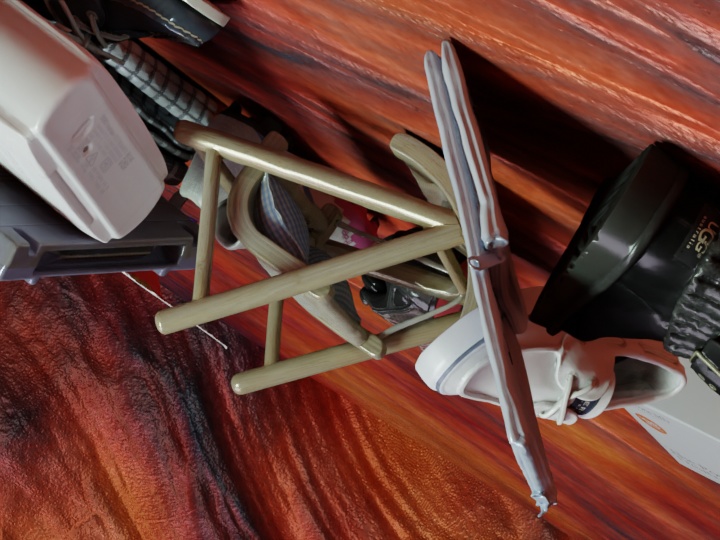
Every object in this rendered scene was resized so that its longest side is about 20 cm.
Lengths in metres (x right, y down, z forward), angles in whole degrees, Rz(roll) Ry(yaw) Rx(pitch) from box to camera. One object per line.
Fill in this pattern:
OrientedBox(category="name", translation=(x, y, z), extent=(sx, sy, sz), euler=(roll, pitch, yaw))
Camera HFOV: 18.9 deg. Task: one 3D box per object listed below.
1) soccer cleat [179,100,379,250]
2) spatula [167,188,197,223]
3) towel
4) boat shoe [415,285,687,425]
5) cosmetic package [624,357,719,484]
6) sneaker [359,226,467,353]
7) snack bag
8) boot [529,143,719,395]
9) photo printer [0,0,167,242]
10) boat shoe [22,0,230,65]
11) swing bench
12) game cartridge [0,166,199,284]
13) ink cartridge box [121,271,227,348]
OrientedBox(category="soccer cleat", translation=(-0.060, -0.042, 1.509), extent=(0.070, 0.086, 0.200), euler=(26, 171, 37))
OrientedBox(category="spatula", translation=(-0.125, -0.051, 1.543), extent=(0.056, 0.021, 0.200), euler=(9, -169, 15))
OrientedBox(category="towel", translation=(-0.212, -0.132, 1.541), extent=(0.165, 0.086, 0.200), euler=(35, 172, -33))
OrientedBox(category="boat shoe", translation=(0.116, 0.052, 1.211), extent=(0.200, 0.074, 0.065), euler=(-7, -126, -44))
OrientedBox(category="cosmetic package", translation=(0.266, 0.117, 1.373), extent=(0.200, 0.052, 0.151), euler=(26, 168, 38))
OrientedBox(category="sneaker", translation=(0.049, 0.017, 1.521), extent=(0.098, 0.071, 0.200), euler=(30, 171, 8))
OrientedBox(category="snack bag", translation=(0.069, 0.009, 1.057), extent=(0.021, 0.201, 0.189), euler=(-13, 163, 5))
OrientedBox(category="boot", translation=(0.170, 0.025, 1.028), extent=(0.158, 0.080, 0.211), euler=(32, 172, 0))
OrientedBox(category="photo printer", translation=(-0.213, -0.115, 1.229), extent=(0.200, 0.069, 0.166), euler=(37, 169, 23))
OrientedBox(category="boat shoe", translation=(-0.154, -0.155, 1.229), extent=(0.200, 0.062, 0.075), euler=(26, 171, 38))
OrientedBox(category="swing bench", translation=(0.000, 0.000, 1.324), extent=(0.199, 0.130, 0.199), euler=(1, 164, 11))
OrientedBox(category="game cartridge", translation=(-0.193, -0.041, 1.311), extent=(0.130, 0.038, 0.200), euler=(33, -162, 25))
OrientedBox(category="ink cartridge box", translation=(-0.179, -0.034, 1.513), extent=(0.200, 0.050, 0.161), euler=(33, 176, 21))
